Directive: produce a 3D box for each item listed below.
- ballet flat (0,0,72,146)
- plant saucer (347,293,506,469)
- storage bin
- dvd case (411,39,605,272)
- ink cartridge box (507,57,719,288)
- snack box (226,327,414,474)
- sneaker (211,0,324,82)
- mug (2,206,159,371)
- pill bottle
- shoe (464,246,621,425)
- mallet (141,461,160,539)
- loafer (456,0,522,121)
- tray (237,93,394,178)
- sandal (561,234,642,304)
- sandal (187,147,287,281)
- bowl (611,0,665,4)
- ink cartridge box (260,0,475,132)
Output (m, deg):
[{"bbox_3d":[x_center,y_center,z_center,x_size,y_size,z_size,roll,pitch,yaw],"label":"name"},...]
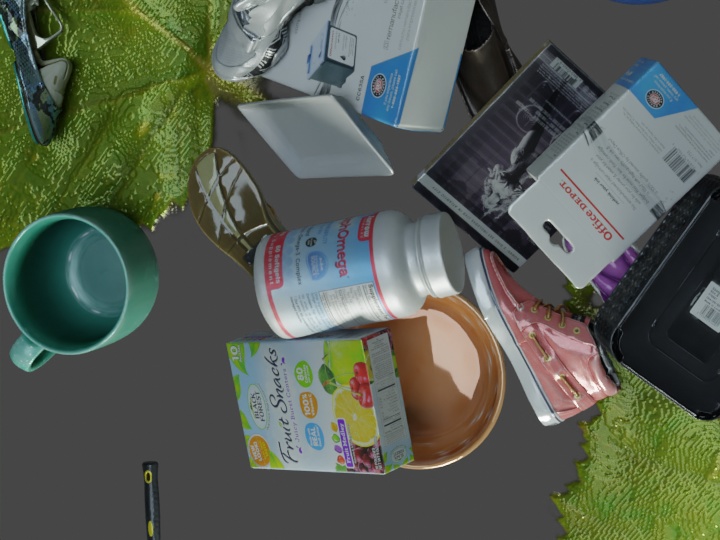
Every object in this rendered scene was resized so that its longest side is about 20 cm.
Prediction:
[{"bbox_3d":[-0.353,-0.240,1.797,0.073,0.074,0.202,-14,97,19],"label":"ballet flat"},{"bbox_3d":[0.060,0.107,1.726,0.198,0.037,0.203,3,100,18],"label":"plant saucer"},{"bbox_3d":[0.331,0.024,1.562,0.135,0.094,0.201,34,95,-7],"label":"storage bin"},{"bbox_3d":[0.170,-0.110,1.635,0.148,0.016,0.200,38,109,-20],"label":"dvd case"},{"bbox_3d":[0.243,-0.094,1.583,0.200,0.068,0.116,-43,101,5],"label":"ink cartridge box"},{"bbox_3d":[-0.044,0.136,1.716,0.198,0.053,0.144,-3,100,42],"label":"snack box"},{"bbox_3d":[-0.109,-0.262,1.596,0.200,0.114,0.076,-42,63,34],"label":"sneaker"},{"bbox_3d":[-0.310,0.012,1.792,0.183,0.114,0.154,-18,93,20],"label":"mug"},{"bbox_3d":[0.000,0.000,1.658,0.198,0.109,0.110,-12,95,19],"label":"pill bottle"},{"bbox_3d":[0.186,0.053,1.660,0.090,0.071,0.202,-26,97,18],"label":"shoe"},{"bbox_3d":[-0.243,0.319,1.861,0.065,0.041,0.203,-8,91,21],"label":"mallet"},{"bbox_3d":[0.117,-0.211,1.642,0.072,0.071,0.202,-22,91,20],"label":"loafer"},{"bbox_3d":[-0.043,-0.139,1.654,0.022,0.199,0.108,-48,114,-20],"label":"tray"},{"bbox_3d":[0.280,0.023,1.634,0.202,0.050,0.083,38,108,9],"label":"sandal"},{"bbox_3d":[-0.112,-0.044,1.756,0.080,0.054,0.200,-37,101,15],"label":"sandal"},{"bbox_3d":[0.269,-0.360,1.587,0.198,0.039,0.203,3,99,18],"label":"bowl"},{"bbox_3d":[0.004,-0.236,1.631,0.199,0.085,0.148,23,106,37],"label":"ink cartridge box"}]
